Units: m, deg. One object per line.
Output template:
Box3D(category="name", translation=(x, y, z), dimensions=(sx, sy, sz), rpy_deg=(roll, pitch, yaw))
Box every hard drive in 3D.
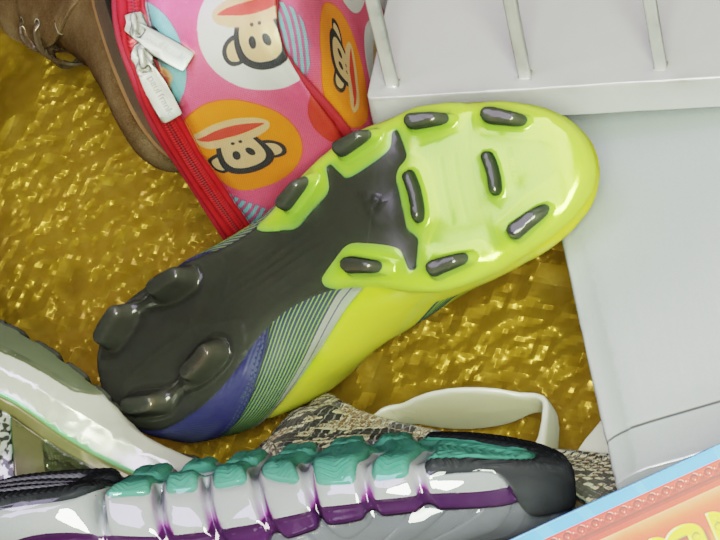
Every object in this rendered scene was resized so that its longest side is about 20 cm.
Box3D(category="hard drive", translation=(0.132, -0.013, 0.978), dimensions=(0.131, 0.027, 0.201), rpy_deg=(-17, 40, 8))

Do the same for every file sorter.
Box3D(category="file sorter", translation=(0.099, -0.143, 1.010), dimensions=(0.199, 0.125, 0.139), rpy_deg=(-2, 42, 13))

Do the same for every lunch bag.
Box3D(category="lunch bag", translation=(-0.031, -0.118, 1.071), dimensions=(0.081, 0.176, 0.201), rpy_deg=(-11, 54, 17))

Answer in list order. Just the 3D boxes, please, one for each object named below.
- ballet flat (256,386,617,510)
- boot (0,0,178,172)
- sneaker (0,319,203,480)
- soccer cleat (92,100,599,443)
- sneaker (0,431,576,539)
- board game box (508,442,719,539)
Box3D(category="ballet flat", translation=(0.052, 0.072, 0.985), dimensions=(0.199, 0.068, 0.075), rpy_deg=(11, 50, 34))
Box3D(category="boot", translation=(-0.100, -0.098, 1.176), dimensions=(0.075, 0.073, 0.201), rpy_deg=(-43, 44, 22))
Box3D(category="sneaker", translation=(-0.082, 0.102, 1.000), dimensions=(0.199, 0.077, 0.089), rpy_deg=(31, 66, 22))
Box3D(category="soccer cleat", translation=(-0.001, -0.001, 1.029), dimensions=(0.199, 0.084, 0.065), rpy_deg=(-29, 70, 24))
Box3D(category="sneaker", translation=(-0.028, 0.100, 0.934), dimensions=(0.199, 0.074, 0.088), rpy_deg=(-7, 93, 12))
Box3D(category="board game box", translation=(0.148, 0.138, 0.849), dimensions=(0.199, 0.056, 0.197), rpy_deg=(-26, 75, 11))
